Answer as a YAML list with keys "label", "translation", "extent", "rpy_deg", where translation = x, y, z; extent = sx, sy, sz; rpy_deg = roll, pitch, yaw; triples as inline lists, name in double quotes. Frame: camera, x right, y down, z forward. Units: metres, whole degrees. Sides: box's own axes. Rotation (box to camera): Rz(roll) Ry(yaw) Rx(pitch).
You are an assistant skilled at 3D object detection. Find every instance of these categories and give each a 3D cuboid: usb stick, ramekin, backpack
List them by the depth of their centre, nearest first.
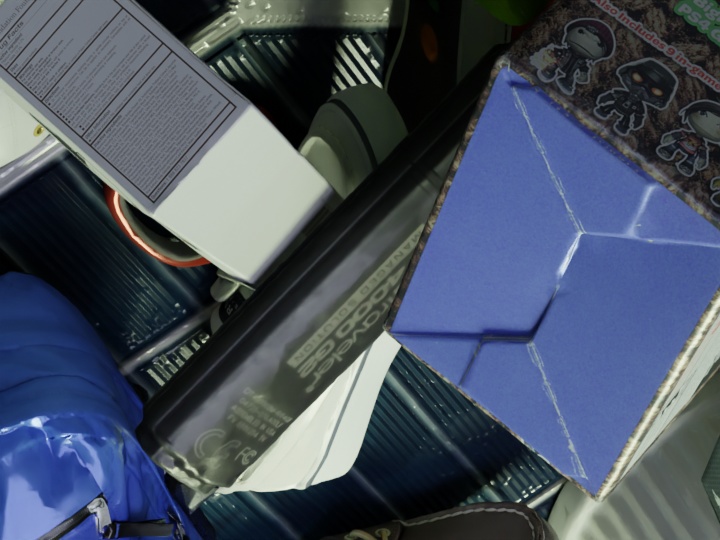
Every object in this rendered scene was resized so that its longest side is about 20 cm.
- label: "usb stick"
  translation: [0.000, 0.000, 1.015]
  extent: [0.200, 0.033, 0.055]
  rpy_deg: [-46, 143, 4]
- label: "backpack"
  translation: [-0.132, 0.107, 1.069]
  extent: [0.162, 0.168, 0.201]
  rpy_deg: [-31, 137, -9]
- label: "ramekin"
  translation: [0.197, 0.140, 1.342]
  extent: [0.199, 0.105, 0.201]
  rpy_deg: [-17, 138, -16]

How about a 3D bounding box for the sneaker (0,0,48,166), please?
- label: "sneaker"
  translation: [-0.115, -0.105, 0.944]
  extent: [0.200, 0.074, 0.116]
  rpy_deg: [-35, 154, 1]

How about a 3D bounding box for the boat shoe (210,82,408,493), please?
- label: "boat shoe"
  translation: [-0.027, 0.013, 1.091]
  extent: [0.065, 0.072, 0.201]
  rpy_deg: [-14, 145, -28]

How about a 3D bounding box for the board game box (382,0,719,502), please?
- label: "board game box"
  translation: [0.118, -0.051, 0.927]
  extent: [0.200, 0.097, 0.160]
  rpy_deg: [-44, 167, -34]

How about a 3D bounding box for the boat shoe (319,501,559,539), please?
- label: "boat shoe"
  translation: [-0.005, 0.151, 1.262]
  extent: [0.199, 0.072, 0.060]
  rpy_deg: [-21, 143, -1]

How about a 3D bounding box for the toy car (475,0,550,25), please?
- label: "toy car"
  translation: [0.025, -0.208, 0.883]
  extent: [0.164, 0.158, 0.200]
  rpy_deg: [-47, 113, -3]

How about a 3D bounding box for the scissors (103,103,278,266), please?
- label: "scissors"
  translation: [-0.034, -0.002, 1.132]
  extent: [0.073, 0.014, 0.200]
  rpy_deg: [-36, 141, 3]

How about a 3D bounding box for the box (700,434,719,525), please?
- label: "box"
  translation: [0.239, 0.043, 1.178]
  extent: [0.157, 0.051, 0.200]
  rpy_deg: [-15, 150, -15]

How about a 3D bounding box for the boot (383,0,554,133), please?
- label: "boot"
  translation: [0.087, -0.086, 1.073]
  extent: [0.143, 0.073, 0.201]
  rpy_deg: [-12, 133, -22]

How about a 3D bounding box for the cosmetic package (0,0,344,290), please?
- label: "cosmetic package"
  translation: [-0.064, -0.046, 0.939]
  extent: [0.051, 0.083, 0.200]
  rpy_deg: [-47, 169, 0]
